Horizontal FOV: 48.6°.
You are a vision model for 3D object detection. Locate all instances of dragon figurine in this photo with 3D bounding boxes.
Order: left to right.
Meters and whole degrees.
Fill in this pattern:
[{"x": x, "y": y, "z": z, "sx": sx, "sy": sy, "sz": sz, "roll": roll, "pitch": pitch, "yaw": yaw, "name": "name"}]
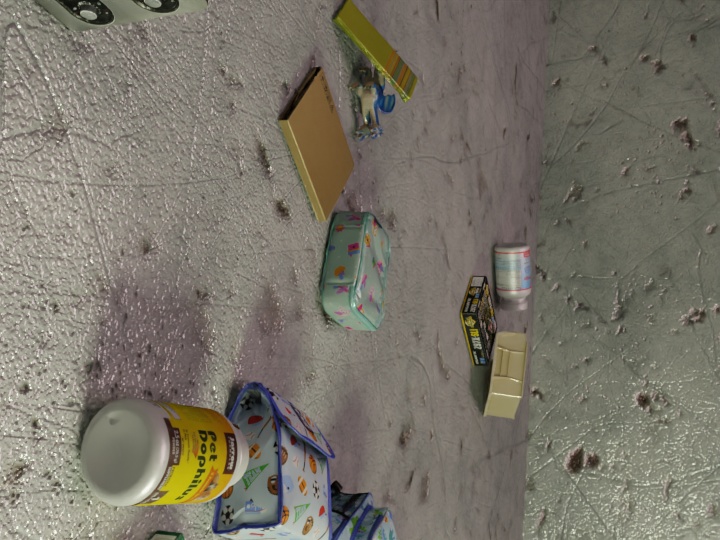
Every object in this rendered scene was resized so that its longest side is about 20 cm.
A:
[{"x": 0.029, "y": -0.330, "z": 1.507, "sx": 0.100, "sy": 0.058, "sz": 0.201, "roll": 68, "pitch": 32, "yaw": -41, "name": "dragon figurine"}]

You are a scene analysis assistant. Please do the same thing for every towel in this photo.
[{"x": 0.031, "y": -0.402, "z": 1.459, "sx": 0.200, "sy": 0.018, "sz": 0.086, "roll": 45, "pitch": 38, "yaw": -21, "name": "towel"}]

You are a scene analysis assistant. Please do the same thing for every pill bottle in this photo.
[{"x": -0.208, "y": 0.206, "z": 0.895, "sx": 0.200, "sy": 0.109, "sz": 0.110, "roll": 30, "pitch": 62, "yaw": -63, "name": "pill bottle"}, {"x": 0.472, "y": 0.019, "z": 2.470, "sx": 0.109, "sy": 0.108, "sz": 0.201, "roll": -28, "pitch": 116, "yaw": -64, "name": "pill bottle"}]

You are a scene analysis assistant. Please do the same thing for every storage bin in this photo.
[{"x": 0.418, "y": 0.301, "z": 2.298, "sx": 0.200, "sy": 0.093, "sz": 0.200, "roll": 82, "pitch": 17, "yaw": -61, "name": "storage bin"}]

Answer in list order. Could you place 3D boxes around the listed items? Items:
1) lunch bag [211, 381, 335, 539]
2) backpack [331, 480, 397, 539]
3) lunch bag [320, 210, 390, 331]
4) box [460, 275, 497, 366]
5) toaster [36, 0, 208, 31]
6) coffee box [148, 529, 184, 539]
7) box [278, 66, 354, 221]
[{"x": -0.114, "y": 0.271, "z": 1.110, "sx": 0.170, "sy": 0.123, "sz": 0.201, "roll": 51, "pitch": 31, "yaw": -56, "name": "lunch bag"}, {"x": -0.026, "y": 0.467, "z": 1.274, "sx": 0.200, "sy": 0.146, "sz": 0.184, "roll": -29, "pitch": 114, "yaw": -60, "name": "backpack"}, {"x": 0.000, "y": 0.000, "z": 1.417, "sx": 0.160, "sy": 0.077, "sz": 0.201, "roll": 47, "pitch": 48, "yaw": -57, "name": "lunch bag"}, {"x": 0.333, "y": 0.142, "z": 2.224, "sx": 0.160, "sy": 0.049, "sz": 0.201, "roll": -68, "pitch": 148, "yaw": -46, "name": "box"}, {"x": -0.227, "y": -0.348, "z": 0.763, "sx": 0.119, "sy": 0.180, "sz": 0.201, "roll": 32, "pitch": 62, "yaw": -61, "name": "toaster"}, {"x": -0.250, "y": 0.401, "z": 0.881, "sx": 0.200, "sy": 0.044, "sz": 0.124, "roll": -51, "pitch": 135, "yaw": -56, "name": "coffee box"}, {"x": -0.068, "y": -0.209, "z": 1.328, "sx": 0.164, "sy": 0.021, "sz": 0.201, "roll": -66, "pitch": 147, "yaw": -43, "name": "box"}]
